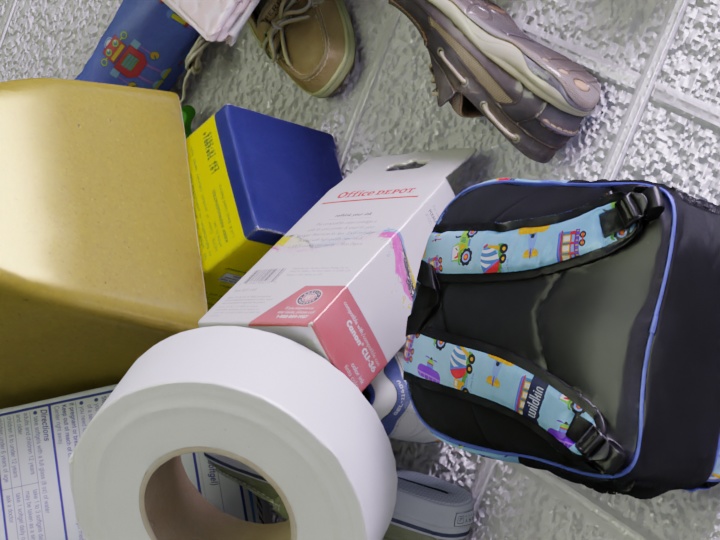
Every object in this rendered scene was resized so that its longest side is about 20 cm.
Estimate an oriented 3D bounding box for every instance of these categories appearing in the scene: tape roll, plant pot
[{"bbox_3d":[-0.081,0.138,1.290,0.202,0.202,0.071,-42,9,32],"label":"tape roll"},{"bbox_3d":[-0.253,-0.022,1.424,0.195,0.199,0.195,-29,60,40],"label":"plant pot"}]

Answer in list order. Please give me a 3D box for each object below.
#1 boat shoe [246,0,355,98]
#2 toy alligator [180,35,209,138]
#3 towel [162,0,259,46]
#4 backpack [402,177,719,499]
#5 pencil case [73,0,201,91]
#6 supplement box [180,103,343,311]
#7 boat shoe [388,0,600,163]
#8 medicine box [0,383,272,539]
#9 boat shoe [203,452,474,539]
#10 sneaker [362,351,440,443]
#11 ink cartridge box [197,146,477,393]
[{"bbox_3d":[-0.066,-0.210,1.530,0.073,0.063,0.201,-46,51,30],"label":"boat shoe"},{"bbox_3d":[-0.152,-0.088,1.605,0.054,0.059,0.200,32,107,2],"label":"toy alligator"},{"bbox_3d":[-0.090,-0.281,1.483,0.200,0.032,0.191,-56,41,11],"label":"towel"},{"bbox_3d":[0.126,0.036,1.213,0.200,0.134,0.184,6,85,47],"label":"backpack"},{"bbox_3d":[-0.170,-0.179,1.626,0.078,0.087,0.200,39,116,4],"label":"pencil case"},{"bbox_3d":[-0.109,-0.016,1.497,0.200,0.109,0.109,-37,56,35],"label":"supplement box"},{"bbox_3d":[0.074,-0.138,1.356,0.200,0.074,0.074,44,113,44],"label":"boat shoe"},{"bbox_3d":[-0.167,0.183,1.444,0.199,0.103,0.183,-12,66,1],"label":"medicine box"},{"bbox_3d":[-0.022,0.153,1.354,0.199,0.072,0.062,17,101,23],"label":"boat shoe"},{"bbox_3d":[-0.025,0.078,1.401,0.200,0.088,0.076,-3,80,48],"label":"sneaker"},{"bbox_3d":[0.000,0.000,1.362,0.116,0.068,0.200,-1,36,46],"label":"ink cartridge box"}]
